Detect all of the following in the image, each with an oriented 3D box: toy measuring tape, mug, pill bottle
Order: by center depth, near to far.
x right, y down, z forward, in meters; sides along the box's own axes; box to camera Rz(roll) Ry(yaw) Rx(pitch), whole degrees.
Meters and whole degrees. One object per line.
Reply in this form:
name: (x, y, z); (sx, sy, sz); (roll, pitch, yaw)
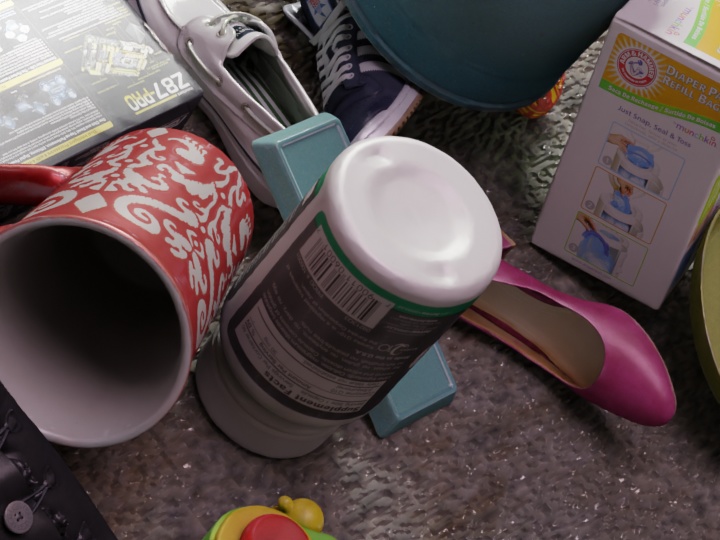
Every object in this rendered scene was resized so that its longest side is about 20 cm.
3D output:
toy measuring tape: (-0.074, 0.191, 1.509); (0.074, 0.074, 0.200); (36, 45, -3)
mug: (-0.147, -0.018, 1.543); (0.178, 0.133, 0.200); (52, 22, -10)
pill bottle: (-0.012, 0.020, 1.583); (0.113, 0.200, 0.113); (18, 50, -22)

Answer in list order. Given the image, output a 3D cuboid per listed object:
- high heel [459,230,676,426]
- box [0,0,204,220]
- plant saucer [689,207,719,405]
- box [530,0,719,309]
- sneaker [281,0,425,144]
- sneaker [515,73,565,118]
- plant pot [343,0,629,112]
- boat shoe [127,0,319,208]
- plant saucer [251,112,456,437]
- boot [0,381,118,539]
high heel: (0.109, 0.038, 1.733); (0.200, 0.067, 0.096); (46, 36, 15)
box: (-0.218, -0.123, 1.678); (0.161, 0.049, 0.200); (47, 45, 12)
plant saucer: (0.280, 0.043, 1.827); (0.200, 0.031, 0.200); (19, 63, -41)
box: (0.203, -0.094, 1.793); (0.101, 0.200, 0.113); (29, 44, 12)
sneaker: (-0.009, -0.141, 1.802); (0.108, 0.070, 0.200); (38, 38, -7)
sneaker: (0.083, -0.197, 1.911); (0.073, 0.077, 0.200); (-21, 85, -44)
plant pot: (0.112, -0.234, 1.760); (0.200, 0.188, 0.200); (18, 55, -29)
boat shoe: (-0.078, -0.136, 1.759); (0.074, 0.067, 0.200); (-26, 72, -42)
plant saucer: (0.000, 0.000, 1.691); (0.070, 0.019, 0.200); (-25, 91, -41)
boot: (-0.226, 0.129, 1.430); (0.165, 0.066, 0.200); (-40, 115, -31)
